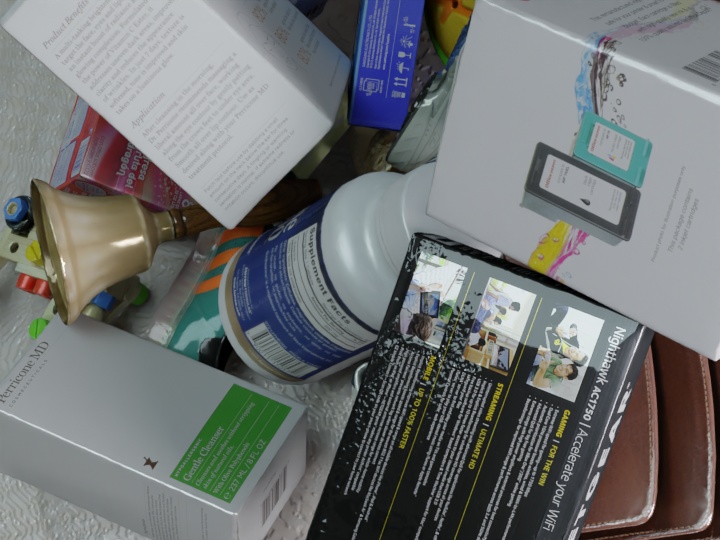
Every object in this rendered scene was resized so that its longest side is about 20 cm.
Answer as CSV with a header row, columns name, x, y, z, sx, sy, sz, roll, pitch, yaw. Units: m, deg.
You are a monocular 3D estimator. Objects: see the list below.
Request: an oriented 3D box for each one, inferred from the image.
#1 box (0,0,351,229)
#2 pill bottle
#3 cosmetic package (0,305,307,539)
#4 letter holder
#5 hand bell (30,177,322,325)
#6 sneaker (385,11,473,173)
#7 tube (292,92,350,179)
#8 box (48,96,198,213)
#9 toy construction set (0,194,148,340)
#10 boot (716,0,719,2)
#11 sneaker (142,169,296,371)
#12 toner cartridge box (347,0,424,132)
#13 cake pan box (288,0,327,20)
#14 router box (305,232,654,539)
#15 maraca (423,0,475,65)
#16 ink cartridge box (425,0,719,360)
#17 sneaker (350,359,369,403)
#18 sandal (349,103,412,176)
name,x,y,z,sx,sy,sz,roll,pitch,yaw
box,-0.117,-0.151,1.140,0.200,0.152,0.106,42,110,-12
pill bottle,0.000,0.000,1.139,0.200,0.111,0.111,-28,58,48
cosmetic package,-0.148,0.118,1.186,0.200,0.085,0.108,21,51,14
letter holder,0.178,0.070,1.071,0.142,0.101,0.201,-12,67,22
hand bell,-0.123,-0.035,1.203,0.200,0.104,0.104,-14,61,-17
sneaker,0.097,-0.127,1.123,0.200,0.085,0.077,-55,6,43
tube,-0.089,-0.160,1.244,0.058,0.200,0.052,-41,14,23
box,-0.157,-0.137,1.296,0.103,0.094,0.200,-18,54,63
toy construction set,-0.253,0.013,1.330,0.200,0.092,0.131,18,82,20
boot,0.232,-0.157,1.047,0.200,0.073,0.156,-34,87,41
sneaker,-0.084,0.003,1.258,0.080,0.071,0.200,24,79,12
toner cartridge box,0.024,-0.207,1.196,0.043,0.095,0.200,7,113,-4
cake pan box,-0.075,-0.277,1.195,0.052,0.200,0.184,-37,89,-19
router box,0.070,0.096,1.003,0.149,0.051,0.200,22,97,17
maraca,0.109,-0.178,1.192,0.137,0.107,0.201,-3,82,24
ink cartridge box,0.168,-0.074,0.985,0.200,0.147,0.146,28,123,26
sneaker,0.053,0.140,1.128,0.073,0.071,0.200,-45,58,7
sandal,0.039,-0.053,1.204,0.078,0.070,0.212,-34,60,14
